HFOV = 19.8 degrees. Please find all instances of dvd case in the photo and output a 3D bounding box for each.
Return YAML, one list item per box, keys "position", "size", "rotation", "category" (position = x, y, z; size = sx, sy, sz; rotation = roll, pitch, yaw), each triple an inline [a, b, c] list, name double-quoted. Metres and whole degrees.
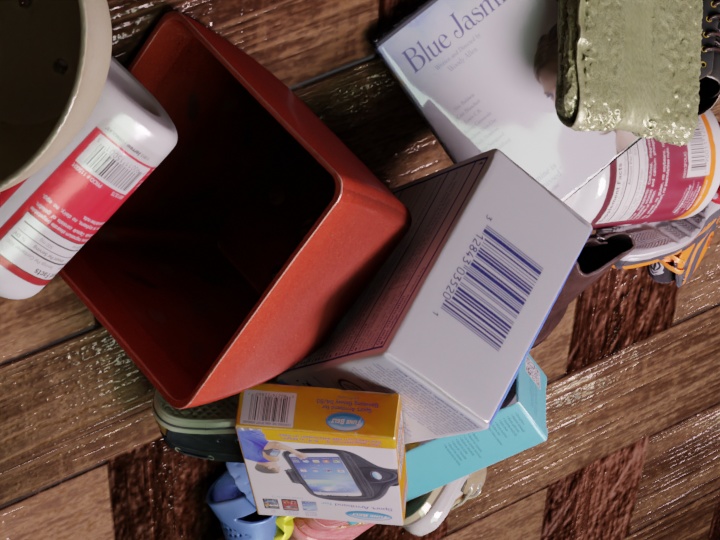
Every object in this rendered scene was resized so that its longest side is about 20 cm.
- position: [0.117, -0.141, 1.590]
  size: [0.142, 0.018, 0.201]
  rotation: [-38, 110, -4]
  category: "dvd case"

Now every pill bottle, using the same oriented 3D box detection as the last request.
- position: [0.198, -0.091, 1.722]
  size: [0.199, 0.114, 0.115]
  rotation: [-7, 132, -37]
  category: "pill bottle"
- position: [-0.226, -0.056, 1.382]
  size: [0.200, 0.112, 0.112]
  rotation: [-45, 144, 7]
  category: "pill bottle"

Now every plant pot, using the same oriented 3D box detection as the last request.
- position: [-0.082, -0.035, 1.479]
  size: [0.201, 0.200, 0.176]
  rotation: [-52, 152, 16]
  category: "plant pot"

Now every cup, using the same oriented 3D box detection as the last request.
- position: [-0.230, -0.139, 1.252]
  size: [0.201, 0.200, 0.143]
  rotation: [-49, 169, 12]
  category: "cup"

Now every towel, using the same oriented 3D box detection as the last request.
- position: [0.208, -0.201, 1.593]
  size: [0.147, 0.036, 0.202]
  rotation: [5, 83, -37]
  category: "towel"

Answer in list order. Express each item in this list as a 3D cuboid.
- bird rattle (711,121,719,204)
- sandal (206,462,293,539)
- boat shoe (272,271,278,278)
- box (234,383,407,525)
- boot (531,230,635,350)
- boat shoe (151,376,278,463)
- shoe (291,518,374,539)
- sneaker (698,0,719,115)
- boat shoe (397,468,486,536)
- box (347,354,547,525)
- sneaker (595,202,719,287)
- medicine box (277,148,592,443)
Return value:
- position: [0.369, -0.139, 1.785]
  size: [0.201, 0.162, 0.113]
  rotation: [-53, 130, -14]
  category: "bird rattle"
- position: [-0.097, 0.202, 1.809]
  size: [0.086, 0.080, 0.201]
  rotation: [8, 126, -18]
  category: "sandal"
- position: [0.000, 0.000, 1.686]
  size: [0.199, 0.074, 0.067]
  rotation: [-9, 122, -39]
  category: "boat shoe"
- position: [-0.026, 0.146, 1.557]
  size: [0.118, 0.042, 0.201]
  rotation: [4, 151, 6]
  category: "box"
- position: [0.173, 0.014, 1.768]
  size: [0.166, 0.073, 0.199]
  rotation: [-29, 174, 35]
  category: "boot"
- position: [-0.069, 0.123, 1.653]
  size: [0.198, 0.075, 0.063]
  rotation: [5, 139, -5]
  category: "boat shoe"
- position: [0.019, 0.193, 1.904]
  size: [0.199, 0.072, 0.091]
  rotation: [-20, 164, -44]
  category: "shoe"
- position: [0.291, -0.206, 1.690]
  size: [0.200, 0.106, 0.075]
  rotation: [-44, 144, 5]
  category: "sneaker"
- position: [0.079, 0.175, 1.830]
  size: [0.074, 0.200, 0.069]
  rotation: [-27, 110, 28]
  category: "boat shoe"
- position: [0.063, 0.140, 1.756]
  size: [0.199, 0.083, 0.049]
  rotation: [-27, 120, 22]
  category: "box"
- position: [0.274, -0.023, 1.869]
  size: [0.199, 0.077, 0.113]
  rotation: [-27, 146, -39]
  category: "sneaker"
- position: [0.053, 0.026, 1.555]
  size: [0.103, 0.200, 0.183]
  rotation: [36, 68, -16]
  category: "medicine box"
